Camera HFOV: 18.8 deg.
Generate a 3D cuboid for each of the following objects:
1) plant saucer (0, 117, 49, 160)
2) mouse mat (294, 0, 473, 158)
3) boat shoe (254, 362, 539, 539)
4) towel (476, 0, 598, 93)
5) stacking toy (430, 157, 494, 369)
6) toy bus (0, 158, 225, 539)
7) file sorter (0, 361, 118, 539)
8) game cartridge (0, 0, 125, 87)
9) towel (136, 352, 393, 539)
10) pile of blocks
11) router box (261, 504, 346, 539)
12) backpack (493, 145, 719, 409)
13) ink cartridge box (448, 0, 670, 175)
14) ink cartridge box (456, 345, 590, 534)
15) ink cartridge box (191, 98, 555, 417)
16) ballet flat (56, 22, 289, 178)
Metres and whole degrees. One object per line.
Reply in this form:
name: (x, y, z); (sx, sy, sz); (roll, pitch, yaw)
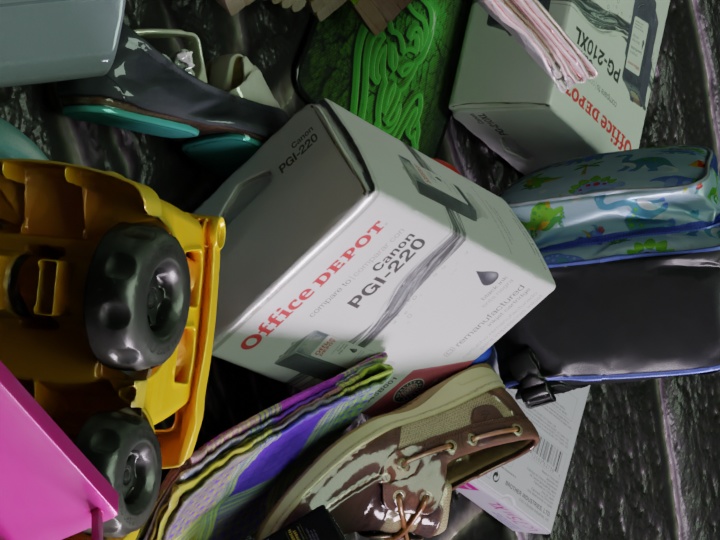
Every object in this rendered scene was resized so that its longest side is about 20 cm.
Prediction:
plant saucer: (-0.206, 0.013, 1.125); (0.200, 0.027, 0.201); (-4, 95, -53)
mouse mat: (0.028, -0.166, 1.441); (0.161, 0.008, 0.200); (42, 60, -45)
boat shoe: (0.027, 0.128, 1.305); (0.200, 0.072, 0.072); (-27, 156, -36)
towel: (0.050, -0.212, 1.334); (0.032, 0.200, 0.191); (-41, 133, 7)
stacking toy: (0.050, 0.026, 1.419); (0.085, 0.085, 0.201); (-7, 94, -52)
toy bus: (-0.137, 0.052, 1.109); (0.192, 0.135, 0.201); (11, 84, -69)
file sorter: (-0.225, 0.138, 0.935); (0.139, 0.200, 0.126); (55, 18, -39)
game cartridge: (-0.183, -0.192, 1.088); (0.133, 0.040, 0.201); (-10, 100, -22)
towel: (-0.067, 0.126, 1.246); (0.200, 0.023, 0.144); (-25, 153, -49)
pile of blocks: (-0.034, -0.197, 1.303); (0.200, 0.062, 0.082); (-1, 132, -54)
router box: (-0.038, 0.252, 1.271); (0.149, 0.051, 0.200); (-30, 123, -3)
backpack: (0.179, -0.006, 1.433); (0.200, 0.182, 0.147); (-33, 114, -74)
ink cartridge box: (0.147, -0.177, 1.526); (0.145, 0.084, 0.201); (33, 65, -53)
ink cartridge box: (0.117, 0.073, 1.540); (0.119, 0.042, 0.200); (38, 64, -44)
ink cartridge box: (0.000, 0.000, 1.289); (0.200, 0.146, 0.085); (26, 27, -48)
ballet flat: (-0.090, -0.098, 1.240); (0.200, 0.073, 0.073); (20, 76, -49)
